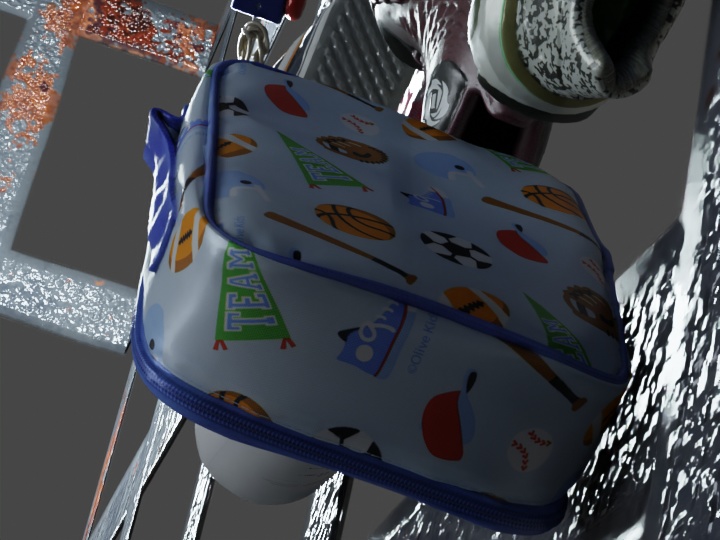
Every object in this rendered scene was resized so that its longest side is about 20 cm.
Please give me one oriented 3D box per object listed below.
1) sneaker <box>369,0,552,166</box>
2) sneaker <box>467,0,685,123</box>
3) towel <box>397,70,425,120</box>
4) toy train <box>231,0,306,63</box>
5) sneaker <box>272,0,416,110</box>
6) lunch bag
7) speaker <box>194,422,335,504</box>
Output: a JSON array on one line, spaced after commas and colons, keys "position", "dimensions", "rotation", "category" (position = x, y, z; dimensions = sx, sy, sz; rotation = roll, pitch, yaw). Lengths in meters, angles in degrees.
[{"position": [0.038, -0.078, 0.852], "dimensions": [0.200, 0.075, 0.116], "rotation": [161, 123, -78], "category": "sneaker"}, {"position": [0.102, -0.141, 0.655], "dimensions": [0.089, 0.077, 0.201], "rotation": [-144, 67, -67], "category": "sneaker"}, {"position": [0.034, -0.134, 1.108], "dimensions": [0.146, 0.030, 0.201], "rotation": [130, 157, -64], "category": "towel"}, {"position": [-0.092, -0.269, 1.955], "dimensions": [0.116, 0.084, 0.201], "rotation": [-63, -8, -84], "category": "toy train"}, {"position": [-0.031, -0.051, 1.014], "dimensions": [0.200, 0.078, 0.079], "rotation": [-60, 9, -26], "category": "sneaker"}, {"position": [0.000, 0.000, 0.655], "dimensions": [0.200, 0.160, 0.076], "rotation": [-99, 29, -68], "category": "lunch bag"}, {"position": [-0.022, 0.052, 0.931], "dimensions": [0.200, 0.081, 0.082], "rotation": [128, 158, -66], "category": "speaker"}]
